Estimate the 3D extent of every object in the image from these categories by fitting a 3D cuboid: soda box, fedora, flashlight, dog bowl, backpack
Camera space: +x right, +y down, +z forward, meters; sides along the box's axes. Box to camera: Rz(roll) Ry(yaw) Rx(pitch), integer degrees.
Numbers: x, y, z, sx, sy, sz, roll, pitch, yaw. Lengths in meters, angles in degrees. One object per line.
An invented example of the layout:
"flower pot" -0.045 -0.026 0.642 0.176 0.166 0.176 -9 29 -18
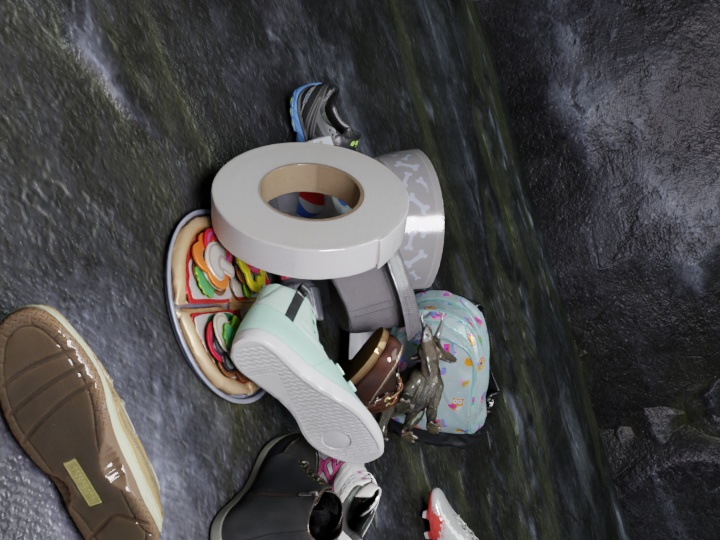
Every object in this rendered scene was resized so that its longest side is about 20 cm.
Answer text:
"soda box" -0.045 -0.064 1.077 0.201 0.068 0.064 72 21 -8
"fedora" 0.000 0.000 0.968 0.200 0.090 0.178 -110 -177 -51
"flashlight" -0.085 -0.038 0.966 0.067 0.068 0.201 -5 80 -42
"dog bowl" 0.043 -0.063 1.134 0.200 0.058 0.202 176 -90 -69
"backpack" 0.103 0.129 1.111 0.127 0.166 0.201 -69 164 -61

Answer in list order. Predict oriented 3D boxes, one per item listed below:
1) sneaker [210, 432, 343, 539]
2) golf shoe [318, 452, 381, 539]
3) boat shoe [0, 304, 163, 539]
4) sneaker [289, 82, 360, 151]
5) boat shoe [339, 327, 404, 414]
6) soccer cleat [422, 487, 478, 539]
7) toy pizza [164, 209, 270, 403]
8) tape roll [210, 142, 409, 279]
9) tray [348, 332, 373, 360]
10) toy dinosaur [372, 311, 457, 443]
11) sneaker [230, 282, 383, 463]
"sneaker" -0.052 0.214 0.814 0.075 0.106 0.200 69 22 -13
"golf shoe" -0.013 0.241 0.918 0.073 0.092 0.200 63 22 -25
"boat shoe" -0.195 0.108 0.605 0.076 0.071 0.201 -90 165 -69
"sneaker" -0.036 -0.154 1.141 0.071 0.082 0.201 -30 107 -69
"boat shoe" 0.013 0.122 0.935 0.070 0.200 0.071 34 64 -2
"soccer cleat" 0.150 0.401 1.220 0.069 0.085 0.201 -33 107 -68
"toy pizza" -0.126 0.033 0.857 0.200 0.032 0.201 49 32 -48
"tape roll" -0.050 -0.065 0.859 0.203 0.201 0.037 -75 173 -53
"tray" 0.007 0.104 1.124 0.108 0.022 0.201 71 16 -52
"toy dinosaur" 0.060 0.150 1.019 0.077 0.200 0.103 27 44 -6
"sneaker" -0.038 0.097 0.853 0.201 0.074 0.119 49 29 -23
